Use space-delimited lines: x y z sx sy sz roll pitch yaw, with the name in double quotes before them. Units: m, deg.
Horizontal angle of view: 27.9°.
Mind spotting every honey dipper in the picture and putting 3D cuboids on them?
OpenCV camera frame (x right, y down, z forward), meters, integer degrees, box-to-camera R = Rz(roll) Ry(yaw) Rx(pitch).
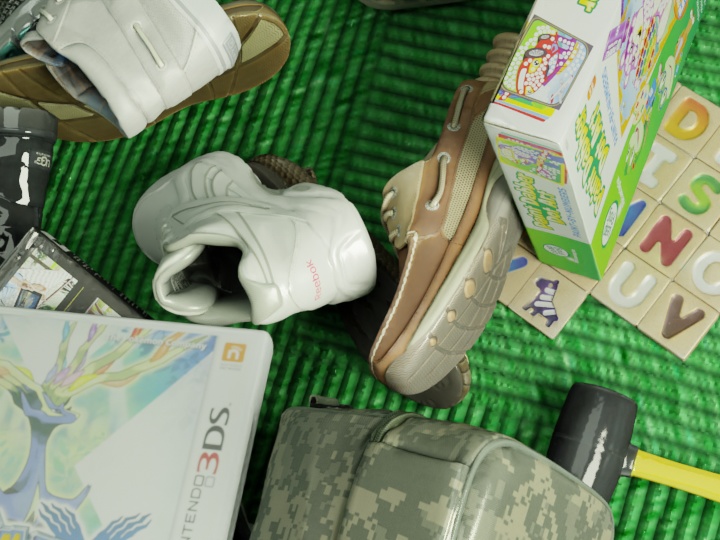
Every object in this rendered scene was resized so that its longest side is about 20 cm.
"honey dipper" 0.121 -0.178 0.872 0.038 0.038 0.201 21 75 22

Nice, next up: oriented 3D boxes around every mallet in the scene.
"mallet" 0.196 0.106 0.756 0.199 0.041 0.066 9 77 15

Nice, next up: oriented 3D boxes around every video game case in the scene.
"video game case" -0.157 0.102 0.731 0.199 0.022 0.183 5 56 9

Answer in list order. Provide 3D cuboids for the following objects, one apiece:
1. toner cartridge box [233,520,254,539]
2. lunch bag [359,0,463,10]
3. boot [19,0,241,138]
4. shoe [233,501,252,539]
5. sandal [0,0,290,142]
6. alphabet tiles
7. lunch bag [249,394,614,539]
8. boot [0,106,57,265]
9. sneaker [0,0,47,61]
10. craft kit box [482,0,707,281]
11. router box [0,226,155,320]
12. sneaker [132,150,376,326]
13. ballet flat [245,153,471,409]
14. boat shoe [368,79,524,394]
"toner cartridge box" -0.013 0.205 0.777 0.199 0.043 0.095 17 76 21
"lunch bag" 0.000 -0.248 0.865 0.199 0.164 0.118 30 76 24
"boot" -0.167 -0.167 0.852 0.095 0.074 0.200 -40 69 -13
"shoe" -0.098 0.189 0.745 0.090 0.071 0.201 -15 66 14
"sandal" -0.141 -0.135 0.920 0.199 0.080 0.054 -15 52 9
"alphabet tiles" 0.136 -0.043 0.839 0.200 0.008 0.167 37 85 25
"lunch bag" 0.006 0.163 0.688 0.167 0.139 0.201 7 72 40
"boot" -0.271 0.000 0.911 0.164 0.066 0.201 1 86 26
"sneaker" -0.183 -0.206 0.957 0.200 0.078 0.091 -36 61 0
"craft kit box" 0.132 -0.118 0.754 0.048 0.200 0.198 21 79 20
"router box" -0.191 0.099 0.830 0.149 0.051 0.200 40 85 -5
"sneaker" -0.086 -0.014 0.814 0.099 0.078 0.199 -26 22 -33
"ballet flat" 0.000 0.000 0.843 0.046 0.068 0.200 -22 56 -41
"boat shoe" 0.047 -0.023 0.781 0.071 0.076 0.201 19 60 18
